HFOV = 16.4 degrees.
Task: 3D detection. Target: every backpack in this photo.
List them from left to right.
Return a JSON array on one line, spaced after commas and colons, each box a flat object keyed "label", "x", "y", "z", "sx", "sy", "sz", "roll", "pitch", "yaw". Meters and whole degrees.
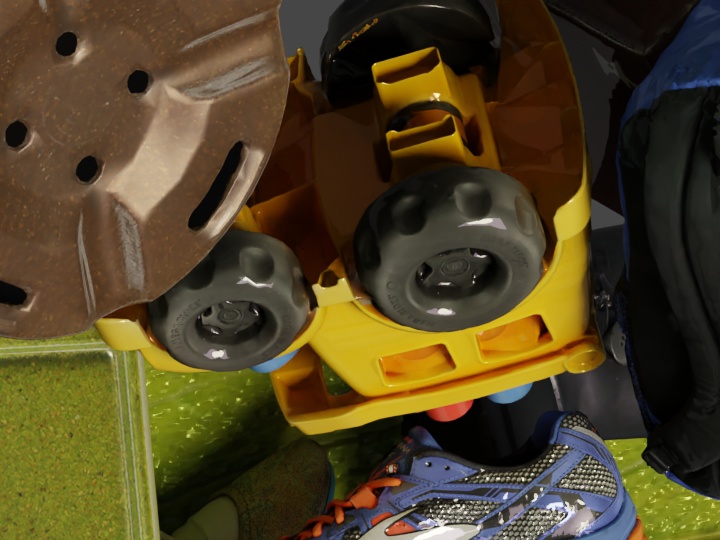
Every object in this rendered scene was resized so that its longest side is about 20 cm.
[{"label": "backpack", "x": 0.179, "y": -0.022, "z": 0.919, "sx": 0.168, "sy": 0.162, "sz": 0.200, "roll": -59, "pitch": 145, "yaw": -39}]

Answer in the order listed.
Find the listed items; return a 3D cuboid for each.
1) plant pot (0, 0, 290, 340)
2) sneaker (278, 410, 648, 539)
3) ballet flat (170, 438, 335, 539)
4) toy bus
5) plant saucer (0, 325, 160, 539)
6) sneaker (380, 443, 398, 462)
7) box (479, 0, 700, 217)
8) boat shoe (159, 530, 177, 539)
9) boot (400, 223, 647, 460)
[{"label": "plant pot", "x": -0.138, "y": -0.086, "z": 0.811, "sx": 0.200, "sy": 0.198, "sz": 0.201, "roll": -20, "pitch": 125, "yaw": -31}, {"label": "sneaker", "x": 0.016, "y": 0.105, "z": 1.030, "sx": 0.199, "sy": 0.075, "sz": 0.079, "roll": -12, "pitch": 96, "yaw": -9}, {"label": "ballet flat", "x": -0.079, "y": 0.160, "z": 1.106, "sx": 0.071, "sy": 0.071, "sz": 0.200, "roll": 20, "pitch": 100, "yaw": -45}, {"label": "toy bus", "x": 0.000, "y": 0.000, "z": 1.000, "sx": 0.199, "sy": 0.136, "sz": 0.192, "roll": -15, "pitch": 140, "yaw": 4}, {"label": "plant saucer", "x": -0.149, "y": 0.096, "z": 0.946, "sx": 0.200, "sy": 0.048, "sz": 0.200, "roll": -2, "pitch": 85, "yaw": -39}, {"label": "sneaker", "x": -0.010, "y": 0.182, "z": 1.171, "sx": 0.104, "sy": 0.060, "sz": 0.200, "roll": -4, "pitch": 100, "yaw": -15}, {"label": "box", "x": 0.159, "y": -0.134, "z": 1.062, "sx": 0.200, "sy": 0.164, "sz": 0.166, "roll": -45, "pitch": 135, "yaw": -11}, {"label": "boat shoe", "x": -0.064, "y": 0.178, "z": 1.050, "sx": 0.072, "sy": 0.068, "sz": 0.200, "roll": -43, "pitch": 97, "yaw": 5}, {"label": "boot", "x": 0.098, "y": 0.074, "z": 1.151, "sx": 0.168, "sy": 0.076, "sz": 0.201, "roll": 0, "pitch": 79, "yaw": -39}]
